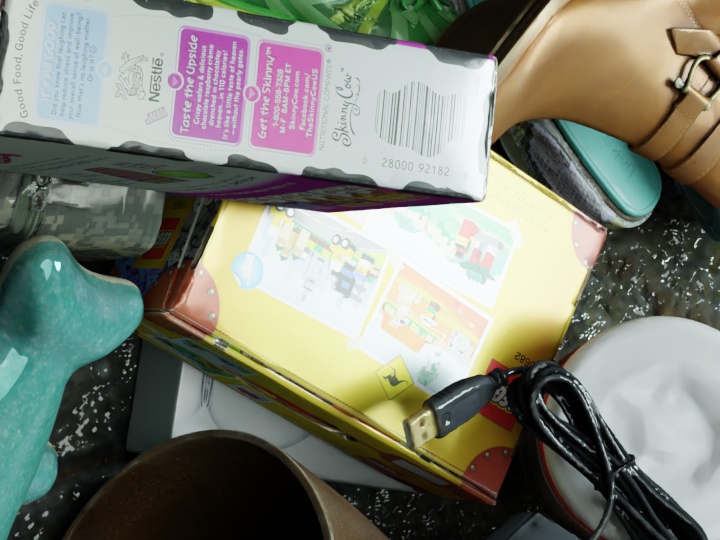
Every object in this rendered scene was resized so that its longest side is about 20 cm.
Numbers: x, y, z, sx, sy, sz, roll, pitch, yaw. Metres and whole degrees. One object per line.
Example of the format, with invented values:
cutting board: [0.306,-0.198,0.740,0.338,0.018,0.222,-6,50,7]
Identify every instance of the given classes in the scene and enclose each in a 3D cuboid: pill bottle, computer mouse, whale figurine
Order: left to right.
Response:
whale figurine: [-0.174,0.075,0.883,0.200,0.104,0.159,-39,143,10]
computer mouse: [0.055,0.122,0.884,0.200,0.046,0.140,-35,86,-27]
pill bottle: [0.138,0.086,1.048,0.111,0.200,0.111,0,83,-1]

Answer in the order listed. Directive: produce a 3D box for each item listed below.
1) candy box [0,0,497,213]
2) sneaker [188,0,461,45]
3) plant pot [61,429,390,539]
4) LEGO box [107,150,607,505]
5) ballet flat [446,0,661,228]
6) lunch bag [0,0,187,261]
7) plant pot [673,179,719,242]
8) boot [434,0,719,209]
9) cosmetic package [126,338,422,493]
candy box: [-0.067,-0.064,0.809,0.200,0.136,0.061,6,87,-28]
sneaker: [0.003,-0.133,1.009,0.200,0.074,0.084,20,103,-8]
plant pot: [-0.024,0.196,0.988,0.200,0.187,0.187,32,74,-44]
LEGO box: [0.000,0.000,0.985,0.200,0.077,0.149,32,74,-27]
ballet flat: [0.082,-0.102,1.095,0.072,0.072,0.200,-41,109,-24]
lunch bag: [-0.171,-0.101,0.912,0.168,0.139,0.200,7,88,-20]
plant pot: [0.228,-0.095,1.127,0.134,0.200,0.200,-24,104,0]
boot: [0.119,-0.080,0.974,0.155,0.077,0.200,48,63,-22]
cosmetic package: [-0.025,0.003,1.045,0.151,0.052,0.200,11,85,-33]
